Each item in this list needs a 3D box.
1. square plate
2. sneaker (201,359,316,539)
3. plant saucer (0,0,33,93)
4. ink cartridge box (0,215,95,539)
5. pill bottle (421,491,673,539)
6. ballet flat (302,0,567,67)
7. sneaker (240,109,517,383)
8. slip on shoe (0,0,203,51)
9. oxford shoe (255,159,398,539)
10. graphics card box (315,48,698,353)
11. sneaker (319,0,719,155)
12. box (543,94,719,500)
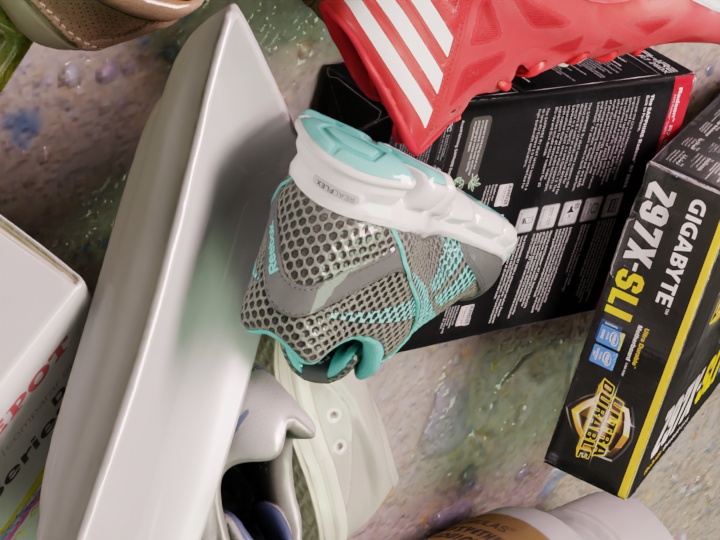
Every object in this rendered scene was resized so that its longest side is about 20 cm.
[{"bbox_3d":[-0.065,0.027,0.877,0.198,0.028,0.201,68,37,-78],"label":"square plate"},{"bbox_3d":[-0.069,0.116,1.028,0.074,0.087,0.201,-22,134,-39],"label":"sneaker"},{"bbox_3d":[-0.198,-0.054,0.838,0.200,0.048,0.200,-57,144,4],"label":"plant saucer"},{"bbox_3d":[-0.155,0.067,0.877,0.145,0.087,0.200,-53,165,-15],"label":"ink cartridge box"},{"bbox_3d":[0.065,0.180,1.262,0.200,0.114,0.115,-18,131,-39],"label":"pill bottle"},{"bbox_3d":[0.061,-0.116,1.051,0.200,0.072,0.068,-13,160,-43],"label":"ballet flat"},{"bbox_3d":[0.000,0.000,0.968,0.091,0.077,0.200,-63,162,1],"label":"sneaker"},{"bbox_3d":[-0.119,-0.145,0.808,0.200,0.060,0.076,55,53,-37],"label":"slip on shoe"},{"bbox_3d":[-0.029,0.021,1.043,0.058,0.075,0.201,-29,116,-33],"label":"oxford shoe"},{"bbox_3d":[0.055,-0.034,1.136,0.200,0.051,0.126,-12,127,-44],"label":"graphics card box"},{"bbox_3d":[0.060,-0.096,0.951,0.200,0.078,0.116,17,117,-42],"label":"sneaker"},{"bbox_3d":[0.160,0.000,1.223,0.200,0.049,0.160,-38,150,-61],"label":"box"}]
